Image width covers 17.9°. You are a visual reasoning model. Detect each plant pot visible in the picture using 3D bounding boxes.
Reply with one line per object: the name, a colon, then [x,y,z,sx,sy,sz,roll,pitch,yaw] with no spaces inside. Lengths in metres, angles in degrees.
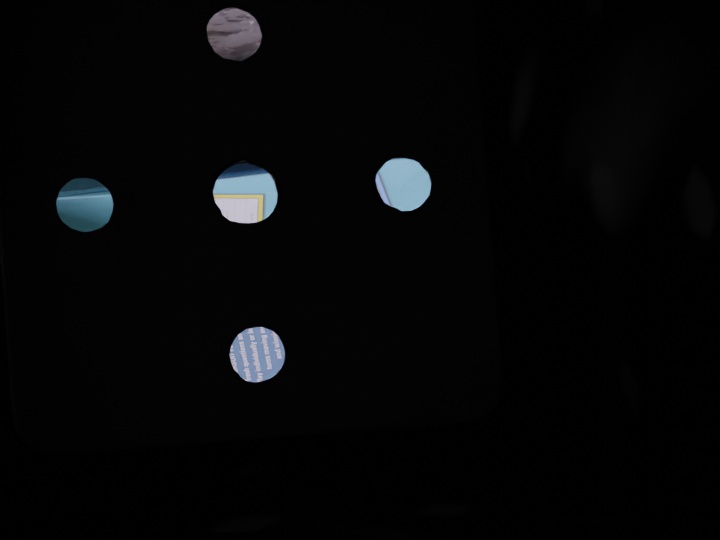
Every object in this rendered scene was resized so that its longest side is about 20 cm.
plant pot: [-0.020,-0.023,0.510,0.200,0.200,0.177,-4,177,-9]

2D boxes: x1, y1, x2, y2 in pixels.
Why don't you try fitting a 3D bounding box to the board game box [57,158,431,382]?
board game box: [-0.023,0.006,0.760,0.200,0.047,0.151,-6,134,2]
